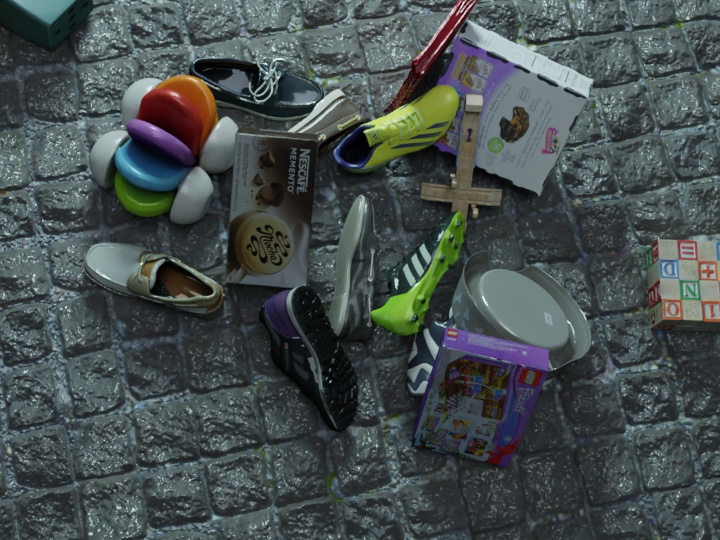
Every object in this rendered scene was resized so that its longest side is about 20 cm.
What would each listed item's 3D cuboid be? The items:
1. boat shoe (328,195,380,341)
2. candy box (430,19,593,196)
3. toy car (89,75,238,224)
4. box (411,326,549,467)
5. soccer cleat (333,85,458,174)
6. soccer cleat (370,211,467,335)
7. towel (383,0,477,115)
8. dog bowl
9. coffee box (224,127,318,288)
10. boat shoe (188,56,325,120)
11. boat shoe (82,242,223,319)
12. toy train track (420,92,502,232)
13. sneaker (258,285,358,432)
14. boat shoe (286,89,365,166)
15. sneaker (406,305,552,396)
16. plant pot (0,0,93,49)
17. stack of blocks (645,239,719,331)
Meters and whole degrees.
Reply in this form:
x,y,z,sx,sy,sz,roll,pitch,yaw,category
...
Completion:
x,y,z,sx,sy,sz,roll,pitch,yaw,category
0.000,0.000,1.732,0.056,0.067,0.202,15,77,-21,boat shoe
0.199,-0.225,1.757,0.198,0.169,0.072,25,34,2,candy box
-0.264,-0.173,1.705,0.174,0.150,0.201,27,73,2,toy car
0.152,0.167,1.627,0.135,0.201,0.039,13,43,-2,box
0.048,-0.190,1.729,0.199,0.083,0.065,-30,72,31,soccer cleat
0.080,-0.003,1.711,0.080,0.068,0.201,15,62,30,soccer cleat
0.095,-0.294,1.749,0.022,0.200,0.145,37,73,-1,towel
0.209,0.064,1.681,0.198,0.059,0.201,22,36,-17,dog bowl
-0.119,-0.085,1.690,0.112,0.080,0.203,5,100,-4,coffee box
-0.146,-0.266,1.790,0.198,0.062,0.076,13,71,-2,boat shoe
-0.278,0.005,1.695,0.198,0.068,0.076,16,73,-1,boat shoe
0.146,-0.142,1.737,0.113,0.033,0.202,4,111,-4,toy train track
-0.071,0.122,1.690,0.076,0.087,0.202,-27,98,-52,sneaker
-0.076,-0.170,1.766,0.059,0.072,0.200,42,70,9,boat shoe
0.159,0.101,1.704,0.196,0.080,0.131,-3,82,4,sneaker
-0.476,-0.421,1.768,0.200,0.141,0.142,41,74,-1,plant pot
0.507,0.023,1.772,0.197,0.059,0.117,1,74,-5,stack of blocks
